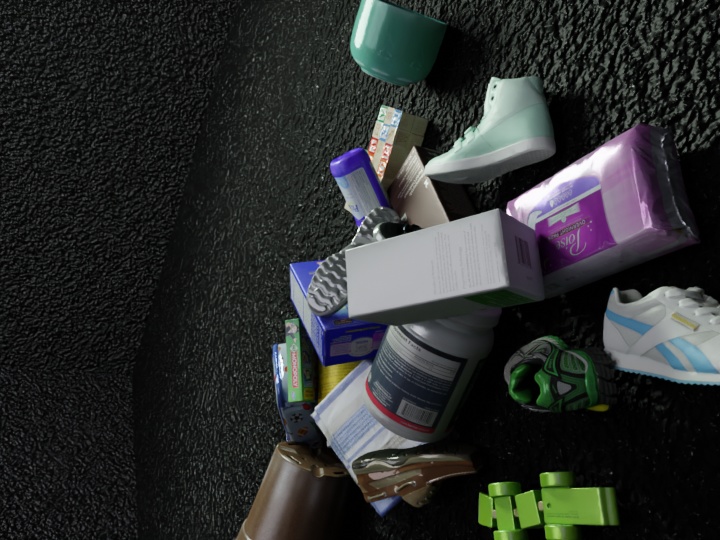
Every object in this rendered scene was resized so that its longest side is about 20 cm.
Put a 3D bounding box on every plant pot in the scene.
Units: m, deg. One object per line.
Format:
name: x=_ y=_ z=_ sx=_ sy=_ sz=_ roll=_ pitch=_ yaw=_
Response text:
plant pot: x=-0.108 y=0.424 z=1.086 sx=0.200 sy=0.198 sz=0.201 roll=15 pitch=87 yaw=62

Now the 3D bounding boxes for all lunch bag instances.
lunch bag: x=-0.123 y=0.244 z=1.195 sx=0.161 sy=0.074 sz=0.202 roll=-110 pitch=11 yaw=-52

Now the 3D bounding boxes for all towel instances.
towel: x=0.022 y=0.250 z=0.941 sx=0.147 sy=0.024 sz=0.201 roll=-47 pitch=64 yaw=15

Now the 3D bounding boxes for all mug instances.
mug: x=0.069 y=-0.386 z=1.058 sx=0.151 sy=0.184 sz=0.116 roll=36 pitch=118 yaw=32

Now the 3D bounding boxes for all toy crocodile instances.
toy crocodile: x=0.202 y=0.266 z=0.686 sx=0.199 sy=0.061 sz=0.069 roll=-34 pitch=52 yaw=48

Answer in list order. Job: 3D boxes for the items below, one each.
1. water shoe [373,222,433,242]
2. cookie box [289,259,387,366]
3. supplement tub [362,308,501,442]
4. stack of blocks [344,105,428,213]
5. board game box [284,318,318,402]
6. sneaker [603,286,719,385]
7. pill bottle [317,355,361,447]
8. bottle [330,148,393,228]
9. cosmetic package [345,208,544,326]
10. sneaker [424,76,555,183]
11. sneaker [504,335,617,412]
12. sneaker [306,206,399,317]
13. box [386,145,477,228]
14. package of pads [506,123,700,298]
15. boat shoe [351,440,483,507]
water shoe: x=0.116 y=-0.035 z=0.806 sx=0.072 sy=0.197 sz=0.080 roll=-68 pitch=-1 yaw=-55
cookie box: x=-0.012 y=0.057 z=1.011 sx=0.200 sy=0.168 sz=0.076 roll=-125 pitch=34 yaw=-53
supplement tub: x=0.095 y=0.114 z=0.836 sx=0.141 sy=0.138 sz=0.202 roll=52 pitch=126 yaw=54
stack of blocks: x=0.044 y=-0.188 z=1.111 sx=0.115 sy=0.058 sz=0.203 roll=41 pitch=118 yaw=58
board game box: x=-0.080 y=0.168 z=1.107 sx=0.029 sy=0.200 sz=0.137 roll=-9 pitch=76 yaw=16
sneaker: x=0.296 y=0.055 z=0.544 sx=0.199 sy=0.075 sz=0.082 roll=0 pitch=88 yaw=62
pill bottle: x=-0.019 y=0.196 z=1.055 sx=0.111 sy=0.110 sz=0.203 roll=-34 pitch=52 yaw=53
bottle: x=0.019 y=-0.101 z=1.024 sx=0.202 sy=0.065 sz=0.083 roll=64 pitch=172 yaw=-16
cosmetic package: x=0.090 y=0.004 z=0.693 sx=0.198 sy=0.107 sz=0.086 roll=-16 pitch=72 yaw=35
sneaker: x=0.170 y=-0.192 z=0.842 sx=0.199 sy=0.073 sz=0.120 roll=-12 pitch=76 yaw=43
sneaker: x=0.194 y=0.112 z=0.673 sx=0.200 sy=0.084 sz=0.079 roll=118 pitch=148 yaw=-81
sneaker: x=0.000 y=0.000 z=0.941 sx=0.074 sy=0.082 sz=0.200 roll=33 pitch=70 yaw=29
box: x=0.113 y=-0.085 z=0.938 sx=0.101 sy=0.074 sz=0.202 roll=-57 pitch=38 yaw=36
package of pads: x=0.251 y=-0.054 z=0.664 sx=0.199 sy=0.075 sz=0.123 roll=-33 pitch=53 yaw=55
boat shoe: x=0.079 y=0.285 z=0.856 sx=0.198 sy=0.075 sz=0.075 roll=-18 pitch=81 yaw=34
